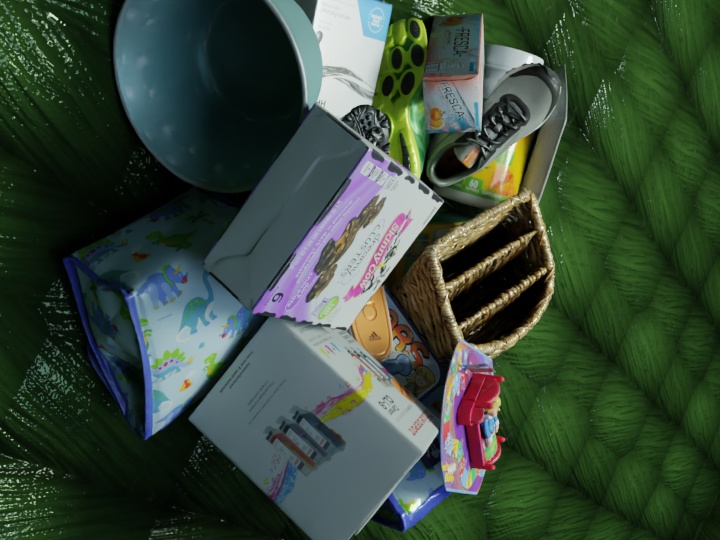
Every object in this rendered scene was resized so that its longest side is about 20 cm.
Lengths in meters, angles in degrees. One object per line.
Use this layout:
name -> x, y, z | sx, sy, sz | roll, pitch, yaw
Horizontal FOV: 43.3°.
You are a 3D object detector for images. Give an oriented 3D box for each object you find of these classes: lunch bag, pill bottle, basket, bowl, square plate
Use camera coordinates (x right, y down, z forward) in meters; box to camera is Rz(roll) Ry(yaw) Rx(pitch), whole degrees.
lunch bag -> -0.172, 0.044, 0.880 | 0.169, 0.127, 0.202 | -35, 134, -34
pill bottle -> 0.171, -0.184, 1.181 | 0.110, 0.110, 0.203 | 6, 102, -49
basket -> 0.155, 0.022, 1.103 | 0.199, 0.143, 0.149 | -27, 164, -35
lunch bag -> 0.038, 0.206, 1.111 | 0.169, 0.199, 0.129 | -29, 143, -36
bowl -> -0.113, -0.184, 0.822 | 0.105, 0.198, 0.203 | -45, 138, -54
square plate -> 0.238, -0.158, 1.237 | 0.199, 0.028, 0.202 | -73, 178, -56

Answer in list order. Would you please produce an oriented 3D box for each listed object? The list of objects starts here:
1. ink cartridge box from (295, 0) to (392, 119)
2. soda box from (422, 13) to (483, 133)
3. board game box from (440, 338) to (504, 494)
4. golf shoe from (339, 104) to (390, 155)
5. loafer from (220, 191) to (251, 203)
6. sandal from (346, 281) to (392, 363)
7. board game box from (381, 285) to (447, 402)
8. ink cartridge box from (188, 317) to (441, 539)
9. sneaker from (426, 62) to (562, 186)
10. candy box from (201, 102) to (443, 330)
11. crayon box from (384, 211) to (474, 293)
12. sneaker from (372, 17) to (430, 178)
ink cartridge box -> -0.044, -0.196, 0.967 | 0.115, 0.066, 0.203 | -1, 107, -48
soda box -> 0.110, -0.231, 1.048 | 0.201, 0.063, 0.069 | -76, 162, -54
board game box -> 0.137, 0.167, 1.002 | 0.200, 0.038, 0.160 | 33, 61, -62
golf shoe -> -0.030, -0.099, 0.956 | 0.077, 0.095, 0.201 | 9, 128, -22
loafer -> -0.110, -0.056, 0.944 | 0.073, 0.070, 0.201 | -48, 135, -28
sandal -> 0.007, 0.000, 1.034 | 0.078, 0.059, 0.209 | -5, 70, -35
board game box -> -0.003, 0.081, 1.050 | 0.135, 0.201, 0.034 | -33, 173, -36
ink cartridge box -> -0.038, 0.154, 0.922 | 0.145, 0.200, 0.145 | -49, 171, 10
sneaker -> 0.154, -0.162, 1.062 | 0.074, 0.200, 0.080 | 43, 35, -12
candy box -> -0.026, -0.038, 0.829 | 0.169, 0.071, 0.200 | -54, 157, 8
crayon box -> 0.077, -0.005, 1.200 | 0.199, 0.051, 0.128 | -10, 114, -47
sneaker -> 0.048, -0.197, 1.083 | 0.084, 0.073, 0.203 | -43, 137, -70
